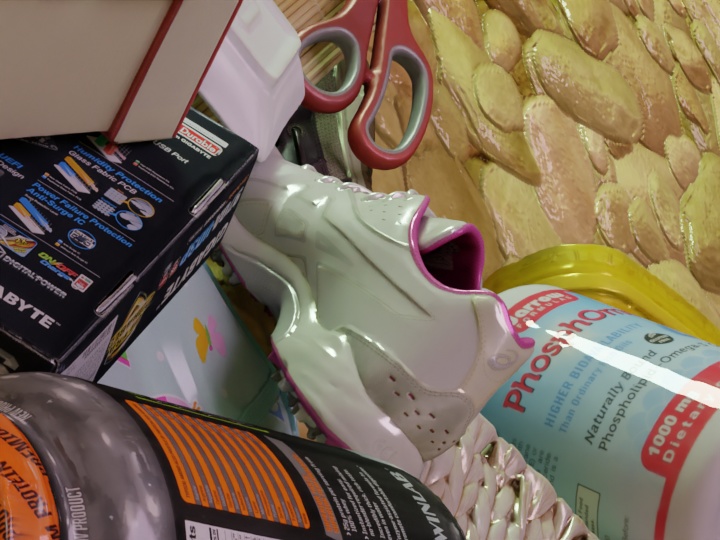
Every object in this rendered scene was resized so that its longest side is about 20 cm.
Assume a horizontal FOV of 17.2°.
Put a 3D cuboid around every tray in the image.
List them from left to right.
[{"bbox_3d":[-0.083,-0.138,0.911,0.200,0.022,0.107,53,17,-10],"label":"tray"}]

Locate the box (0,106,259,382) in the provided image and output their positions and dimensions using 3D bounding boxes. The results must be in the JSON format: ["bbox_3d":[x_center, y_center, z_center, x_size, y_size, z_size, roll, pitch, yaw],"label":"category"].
[{"bbox_3d":[-0.151,-0.042,0.773,0.199,0.046,0.159,31,34,4],"label":"box"}]

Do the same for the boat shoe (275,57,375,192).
[{"bbox_3d":[-0.030,-0.023,1.021,0.066,0.072,0.202,12,46,-14],"label":"boat shoe"}]

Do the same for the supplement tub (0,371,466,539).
[{"bbox_3d":[-0.064,0.099,0.684,0.200,0.122,0.123,20,52,-49],"label":"supplement tub"}]

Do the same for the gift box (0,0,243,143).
[{"bbox_3d":[-0.107,-0.155,0.730,0.185,0.200,0.186,47,29,22],"label":"gift box"}]

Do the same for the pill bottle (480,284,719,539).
[{"bbox_3d":[0.098,0.069,1.010,0.108,0.199,0.109,-20,120,-40],"label":"pill bottle"}]

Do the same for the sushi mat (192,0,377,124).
[{"bbox_3d":[-0.049,-0.113,1.004,0.200,0.012,0.096,-47,117,-49],"label":"sushi mat"}]

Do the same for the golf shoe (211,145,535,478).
[{"bbox_3d":[0.000,0.000,0.887,0.075,0.091,0.200,47,8,-43],"label":"golf shoe"}]

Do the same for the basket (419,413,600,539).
[{"bbox_3d":[0.006,0.158,0.880,0.124,0.135,0.200,50,33,-16],"label":"basket"}]

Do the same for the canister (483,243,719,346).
[{"bbox_3d":[0.123,0.108,1.141,0.148,0.086,0.201,34,43,-42],"label":"canister"}]

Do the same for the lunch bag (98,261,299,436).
[{"bbox_3d":[-0.099,0.061,0.838,0.161,0.077,0.200,55,32,-15],"label":"lunch bag"}]

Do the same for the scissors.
[{"bbox_3d":[0.014,-0.129,1.058,0.073,0.014,0.201,31,49,-16],"label":"scissors"}]
